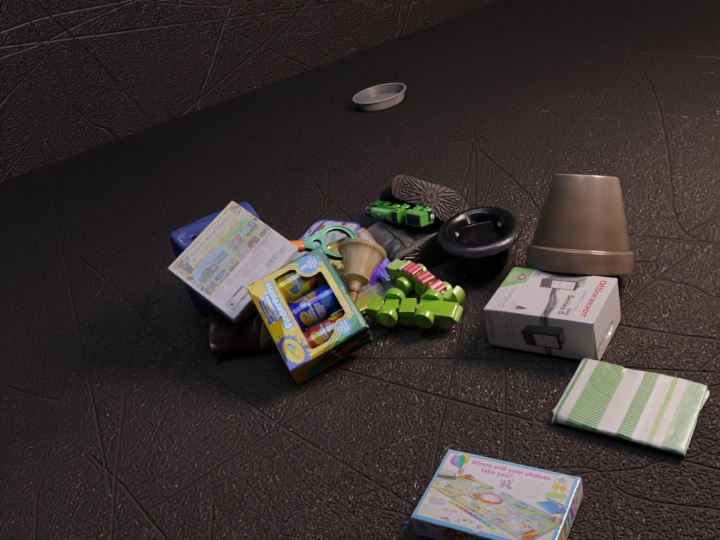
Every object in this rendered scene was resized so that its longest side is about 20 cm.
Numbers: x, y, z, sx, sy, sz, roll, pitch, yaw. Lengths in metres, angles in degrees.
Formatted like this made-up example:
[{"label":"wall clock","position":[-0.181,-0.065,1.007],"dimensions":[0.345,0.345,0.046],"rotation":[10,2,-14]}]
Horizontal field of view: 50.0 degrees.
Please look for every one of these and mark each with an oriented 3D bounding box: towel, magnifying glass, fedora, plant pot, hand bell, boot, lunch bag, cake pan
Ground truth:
[{"label":"towel","position":[0.000,0.000,1.633],"dimensions":[0.142,0.023,0.201],"rotation":[-23,54,-18]},{"label":"magnifying glass","position":[-0.100,-0.055,1.622],"dimensions":[0.197,0.022,0.081],"rotation":[-6,63,-19]},{"label":"fedora","position":[0.253,-0.052,1.611],"dimensions":[0.197,0.093,0.201],"rotation":[-12,28,6]},{"label":"plant pot","position":[0.414,-0.089,1.440],"dimensions":[0.196,0.177,0.200],"rotation":[4,6,0]},{"label":"hand bell","position":[-0.016,0.048,1.540],"dimensions":[0.103,0.104,0.203],"rotation":[-1,60,25]},{"label":"boot","position":[0.152,-0.159,1.865],"dimensions":[0.080,0.209,0.158],"rotation":[-64,2,-11]},{"label":"lunch bag","position":[-0.092,-0.034,1.751],"dimensions":[0.159,0.076,0.200],"rotation":[11,45,37]},{"label":"boot","position":[-0.229,0.069,1.571],"dimensions":[0.163,0.073,0.203],"rotation":[-7,65,4]},{"label":"plant pot","position":[-0.274,-0.003,1.684],"dimensions":[0.198,0.202,0.179],"rotation":[-26,37,-21]},{"label":"boot","position":[0.110,-0.067,1.749],"dimensions":[0.179,0.074,0.200],"rotation":[-20,22,-12]},{"label":"towel","position":[0.404,0.201,1.162],"dimensions":[0.198,0.024,0.152],"rotation":[9,38,36]},{"label":"cake pan","position":[0.070,-0.622,2.773],"dimensions":[0.197,0.037,0.201],"rotation":[-12,29,6]}]

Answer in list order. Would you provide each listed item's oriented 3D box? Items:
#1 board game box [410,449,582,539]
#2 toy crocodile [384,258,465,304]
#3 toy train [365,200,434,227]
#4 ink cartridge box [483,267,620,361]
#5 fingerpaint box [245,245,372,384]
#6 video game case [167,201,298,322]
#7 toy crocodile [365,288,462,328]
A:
[{"label":"board game box","position":[0.185,0.319,1.046],"dimensions":[0.197,0.035,0.135],"rotation":[5,34,33]},{"label":"toy crocodile","position":[0.127,0.026,1.549],"dimensions":[0.067,0.062,0.199],"rotation":[-30,44,-26]},{"label":"toy train","position":[0.086,-0.130,1.779],"dimensions":[0.056,0.042,0.198],"rotation":[-23,24,-38]},{"label":"ink cartridge box","position":[0.338,0.073,1.354],"dimensions":[0.197,0.085,0.145],"rotation":[6,35,34]},{"label":"fingerpaint box","position":[-0.097,0.081,1.448],"dimensions":[0.165,0.074,0.201],"rotation":[-28,62,-7]},{"label":"video game case","position":[-0.255,-0.021,1.553],"dimensions":[0.181,0.023,0.201],"rotation":[34,68,15]},{"label":"toy crocodile","position":[0.099,0.080,1.481],"dimensions":[0.197,0.062,0.068],"rotation":[2,45,24]}]
